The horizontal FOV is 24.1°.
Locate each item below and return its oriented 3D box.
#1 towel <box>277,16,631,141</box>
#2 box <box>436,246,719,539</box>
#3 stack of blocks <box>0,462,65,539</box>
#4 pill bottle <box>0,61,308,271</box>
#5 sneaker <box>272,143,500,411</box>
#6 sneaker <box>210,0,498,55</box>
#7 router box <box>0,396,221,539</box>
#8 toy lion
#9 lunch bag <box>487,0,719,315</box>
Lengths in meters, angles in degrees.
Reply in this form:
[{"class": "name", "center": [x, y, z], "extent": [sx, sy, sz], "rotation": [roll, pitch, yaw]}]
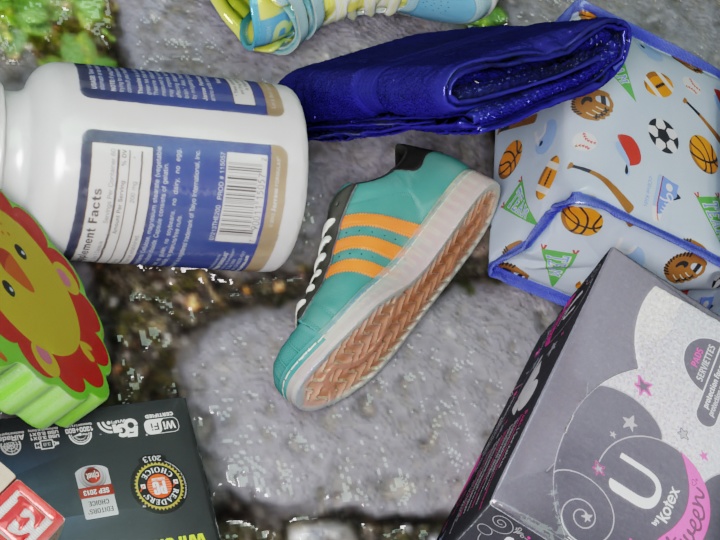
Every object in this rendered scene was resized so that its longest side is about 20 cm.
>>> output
[{"class": "towel", "center": [0.054, -0.115, 1.039], "extent": [0.147, 0.199, 0.050], "rotation": [-20, 105, -31]}, {"class": "box", "center": [0.143, 0.113, 0.964], "extent": [0.131, 0.115, 0.201], "rotation": [32, 54, 0]}, {"class": "stack of blocks", "center": [-0.242, 0.094, 0.728], "extent": [0.199, 0.059, 0.115], "rotation": [39, 52, 4]}, {"class": "pill bottle", "center": [-0.137, -0.060, 0.964], "extent": [0.198, 0.111, 0.112], "rotation": [4, 58, -19]}, {"class": "sneaker", "center": [0.000, 0.000, 1.015], "extent": [0.079, 0.072, 0.200], "rotation": [29, 56, 21]}, {"class": "sneaker", "center": [-0.013, -0.179, 1.111], "extent": [0.198, 0.080, 0.131], "rotation": [19, 52, 2]}, {"class": "router box", "center": [-0.168, 0.153, 0.849], "extent": [0.198, 0.062, 0.151], "rotation": [-6, 63, -25]}, {"class": "toy lion", "center": [-0.193, 0.002, 0.813], "extent": [0.192, 0.068, 0.200], "rotation": [54, 12, -14]}, {"class": "lunch bag", "center": [0.194, -0.053, 1.089], "extent": [0.198, 0.124, 0.172], "rotation": [24, 53, -21]}]
